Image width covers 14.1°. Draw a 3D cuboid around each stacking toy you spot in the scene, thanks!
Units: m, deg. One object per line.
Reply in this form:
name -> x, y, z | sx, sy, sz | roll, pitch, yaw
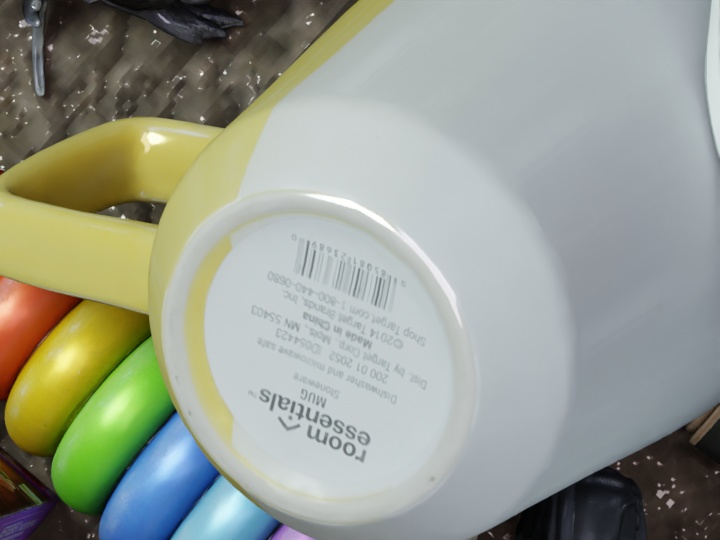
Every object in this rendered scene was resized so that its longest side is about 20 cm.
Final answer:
stacking toy -> -0.066, 0.039, 0.819 | 0.200, 0.085, 0.085 | 40, 87, 9

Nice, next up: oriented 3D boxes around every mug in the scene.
mug -> 0.008, 0.006, 0.750 | 0.186, 0.153, 0.150 | -25, 95, 31

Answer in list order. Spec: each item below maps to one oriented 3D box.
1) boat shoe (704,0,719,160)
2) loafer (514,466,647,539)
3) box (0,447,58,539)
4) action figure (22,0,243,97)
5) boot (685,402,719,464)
boat shoe -> 0.128, -0.071, 0.722 | 0.074, 0.065, 0.203 | -4, 77, -24
loafer -> 0.076, 0.153, 0.814 | 0.070, 0.068, 0.201 | -3, 92, -8
box -> -0.174, 0.013, 0.783 | 0.200, 0.137, 0.039 | 40, 88, 2
action figure -> -0.050, -0.138, 0.810 | 0.119, 0.102, 0.200 | 26, 130, -29
boot -> 0.112, -0.058, 0.804 | 0.138, 0.077, 0.200 | 37, 103, 6
